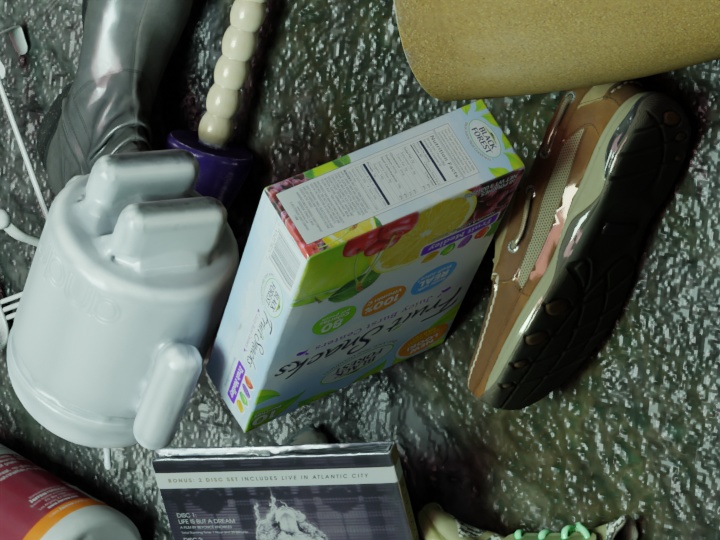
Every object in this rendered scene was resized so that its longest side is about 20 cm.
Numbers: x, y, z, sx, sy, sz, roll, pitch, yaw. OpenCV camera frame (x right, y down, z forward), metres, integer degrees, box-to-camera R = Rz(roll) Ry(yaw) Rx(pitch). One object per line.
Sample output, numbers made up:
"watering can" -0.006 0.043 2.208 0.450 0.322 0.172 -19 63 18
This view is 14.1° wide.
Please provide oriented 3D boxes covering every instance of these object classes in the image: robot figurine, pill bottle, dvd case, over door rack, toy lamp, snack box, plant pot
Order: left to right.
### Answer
"over door rack" -0.271 -0.043 1.906 0.147 0.066 0.201 -18 82 35
"pill bottle" -0.246 0.168 1.870 0.199 0.114 0.115 25 107 33
"robot figurine" -0.139 0.022 1.678 0.170 0.112 0.201 61 142 39
"toy lamp" -0.078 -0.125 1.762 0.058 0.058 0.201 24 107 33
"dvd case" -0.029 0.187 1.691 0.148 0.016 0.201 -3 120 20
"snack box" 0.000 0.000 1.608 0.053 0.142 0.200 58 154 20
"plant pot" 0.141 -0.178 1.536 0.199 0.186 0.188 4 96 24

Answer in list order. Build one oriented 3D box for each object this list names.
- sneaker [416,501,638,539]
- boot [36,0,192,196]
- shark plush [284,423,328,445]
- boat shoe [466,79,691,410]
"sneaker" 0.120 0.172 1.641 0.200 0.077 0.089 30 79 33
"boot" -0.139 -0.099 1.768 0.132 0.069 0.201 -108 32 -51
"shark plush" -0.063 0.190 1.787 0.084 0.090 0.201 -111 35 -43
"boat shoe" 0.112 -0.019 1.623 0.074 0.075 0.201 38 107 36
